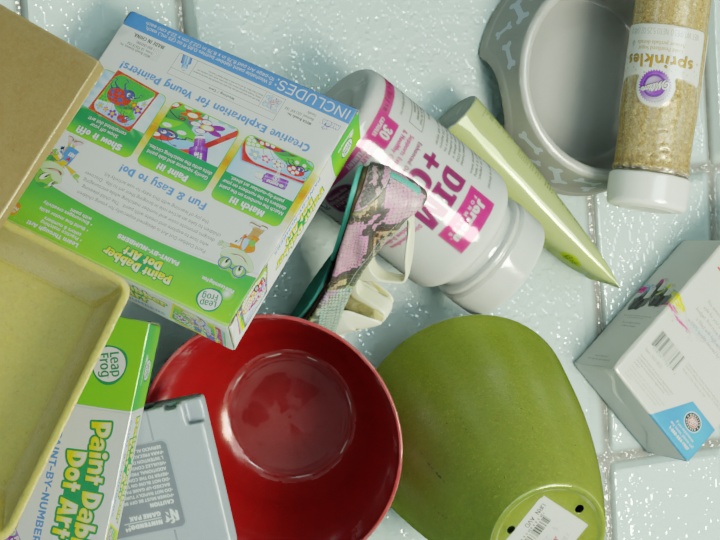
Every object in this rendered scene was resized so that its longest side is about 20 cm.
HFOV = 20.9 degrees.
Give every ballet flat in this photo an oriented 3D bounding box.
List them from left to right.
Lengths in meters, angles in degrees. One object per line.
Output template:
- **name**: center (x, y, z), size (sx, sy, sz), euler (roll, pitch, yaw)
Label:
- **ballet flat**: center (0.000, 0.000, 1.503), size (0.071, 0.200, 0.069), euler (24, 43, -3)

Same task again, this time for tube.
- **tube**: center (0.141, -0.058, 1.632), size (0.200, 0.052, 0.058), euler (46, 35, -16)

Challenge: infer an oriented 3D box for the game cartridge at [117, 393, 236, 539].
- **game cartridge**: center (-0.197, 0.175, 1.447), size (0.199, 0.040, 0.134), euler (-11, 93, 7)

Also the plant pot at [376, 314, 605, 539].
- **plant pot**: center (0.110, 0.160, 1.518), size (0.186, 0.200, 0.188), euler (-6, 114, -14)

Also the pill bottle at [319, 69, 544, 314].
- **pill bottle**: center (0.046, -0.059, 1.560), size (0.200, 0.113, 0.114), euler (37, 76, -22)

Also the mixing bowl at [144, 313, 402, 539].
- **mixing bowl**: center (-0.061, 0.123, 1.497), size (0.199, 0.108, 0.201), euler (1, 99, 7)

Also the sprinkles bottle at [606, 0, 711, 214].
- **sprinkles bottle**: center (0.250, -0.150, 1.617), size (0.068, 0.068, 0.201), euler (9, 87, -25)

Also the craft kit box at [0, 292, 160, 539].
- **craft kit box**: center (-0.260, 0.117, 1.406), size (0.196, 0.049, 0.201), euler (11, 86, 4)

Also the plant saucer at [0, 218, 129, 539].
- **plant saucer**: center (-0.285, 0.058, 1.368), size (0.199, 0.048, 0.201), euler (26, 87, 7)

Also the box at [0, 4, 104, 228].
- **box**: center (-0.299, -0.099, 1.356), size (0.163, 0.021, 0.201), euler (30, 80, 8)

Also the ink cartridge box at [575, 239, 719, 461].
- **ink cartridge box**: center (0.298, 0.054, 1.709), size (0.200, 0.068, 0.115), euler (-46, 109, -17)

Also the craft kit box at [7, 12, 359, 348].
- **craft kit box**: center (-0.132, -0.070, 1.434), size (0.199, 0.049, 0.198), euler (25, 65, 14)

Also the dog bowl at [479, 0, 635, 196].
- **dog bowl**: center (0.198, -0.164, 1.662), size (0.199, 0.059, 0.201), euler (-1, 91, -26)
